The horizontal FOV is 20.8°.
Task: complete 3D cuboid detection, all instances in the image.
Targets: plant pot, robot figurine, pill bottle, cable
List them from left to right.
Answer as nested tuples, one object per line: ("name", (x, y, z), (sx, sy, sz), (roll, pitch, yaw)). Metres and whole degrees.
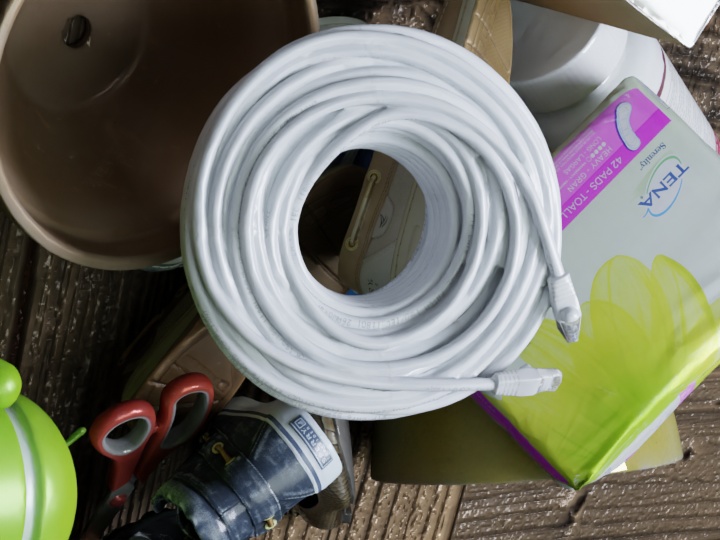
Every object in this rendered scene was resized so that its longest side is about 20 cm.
("robot figurine", (-0.233, 0.118, 1.012), (0.199, 0.116, 0.177), (2, 117, -43))
("plant pot", (-0.126, -0.109, 1.002), (0.200, 0.092, 0.203), (-20, 124, -33))
("cable", (0.006, -0.024, 0.997), (0.198, 0.069, 0.202), (-9, 99, -12))
("plant pot", (0.100, 0.053, 1.242), (0.199, 0.199, 0.144), (-4, 90, -40))
("pill bottle", (0.154, -0.098, 1.244), (0.110, 0.109, 0.200), (-51, 135, -7))

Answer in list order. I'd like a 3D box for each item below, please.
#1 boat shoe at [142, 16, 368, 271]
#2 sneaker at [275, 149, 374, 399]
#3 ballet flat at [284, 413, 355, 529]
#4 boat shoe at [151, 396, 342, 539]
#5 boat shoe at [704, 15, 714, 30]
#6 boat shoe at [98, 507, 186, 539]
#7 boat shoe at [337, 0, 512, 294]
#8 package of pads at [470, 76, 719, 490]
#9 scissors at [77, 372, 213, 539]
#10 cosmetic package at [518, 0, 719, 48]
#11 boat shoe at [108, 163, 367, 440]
("boat shoe", (-0.063, -0.071, 1.117), (0.200, 0.073, 0.062), (-45, 178, -23))
("sneaker", (0.000, 0.000, 1.175), (0.078, 0.089, 0.202), (7, 109, -43))
("ballet flat", (-0.029, 0.118, 1.192), (0.046, 0.068, 0.200), (-5, 162, -3))
("boat shoe", (-0.081, 0.122, 1.121), (0.091, 0.200, 0.071), (-35, 90, -17))
("boat shoe", (0.192, -0.190, 1.167), (0.067, 0.200, 0.073), (8, 114, -5))
("boat shoe", (-0.128, 0.180, 1.070), (0.062, 0.200, 0.075), (-31, 95, 14))
("boat shoe", (0.033, -0.078, 1.094), (0.074, 0.069, 0.202), (43, 59, -58))
("package of pads", (0.142, 0.011, 1.122), (0.200, 0.154, 0.068), (-45, 173, -4))
("scissors", (-0.129, 0.121, 1.114), (0.073, 0.014, 0.201), (-19, 151, -28))
("cosmetic package", (0.112, -0.192, 1.079), (0.105, 0.200, 0.071), (33, 89, -29))
("boat shoe", (-0.070, 0.010, 1.132), (0.200, 0.072, 0.072), (-49, 125, -1))
